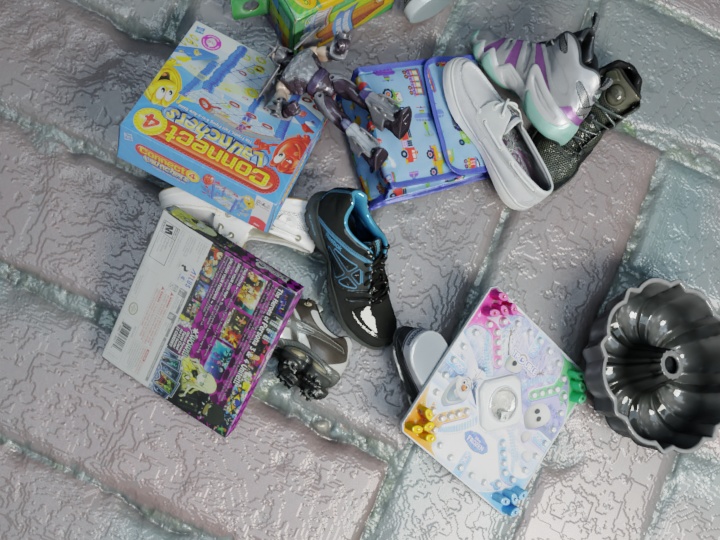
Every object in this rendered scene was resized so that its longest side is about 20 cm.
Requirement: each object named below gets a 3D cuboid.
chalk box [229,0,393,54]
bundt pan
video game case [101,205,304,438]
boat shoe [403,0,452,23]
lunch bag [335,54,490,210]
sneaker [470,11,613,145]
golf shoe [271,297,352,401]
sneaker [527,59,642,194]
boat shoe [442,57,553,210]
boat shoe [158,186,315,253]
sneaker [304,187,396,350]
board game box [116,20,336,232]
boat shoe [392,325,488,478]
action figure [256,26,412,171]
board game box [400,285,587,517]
[{"bbox_3d":[-0.065,-0.352,1.144,0.198,0.125,0.126,-31,85,-8],"label":"chalk box"},{"bbox_3d":[0.350,0.116,1.123,0.197,0.076,0.207,4,78,-20],"label":"bundt pan"},{"bbox_3d":[-0.182,0.059,1.062,0.179,0.036,0.203,30,109,7],"label":"video game case"},{"bbox_3d":[0.109,-0.404,1.200,0.200,0.071,0.091,-42,87,-17],"label":"boat shoe"},{"bbox_3d":[0.088,-0.178,1.164,0.196,0.094,0.154,-14,82,-22],"label":"lunch bag"},{"bbox_3d":[0.230,-0.264,1.140,0.140,0.077,0.201,-48,60,20],"label":"sneaker"},{"bbox_3d":[-0.098,0.062,1.116,0.199,0.078,0.095,40,58,2],"label":"golf shoe"},{"bbox_3d":[0.277,-0.184,1.162,0.076,0.114,0.200,43,82,3],"label":"sneaker"},{"bbox_3d":[0.168,-0.170,1.126,0.071,0.068,0.203,-25,91,-35],"label":"boat shoe"},{"bbox_3d":[-0.145,-0.057,1.119,0.195,0.071,0.071,7,79,-6],"label":"boat shoe"},{"bbox_3d":[0.000,0.000,1.101,0.073,0.081,0.203,-33,105,-40],"label":"sneaker"},{"bbox_3d":[-0.153,-0.173,1.103,0.197,0.056,0.198,26,54,-2],"label":"board game box"},{"bbox_3d":[0.089,0.157,1.115,0.073,0.068,0.202,-36,111,-21],"label":"boat shoe"},{"bbox_3d":[-0.035,-0.206,1.070,0.199,0.069,0.131,38,88,13],"label":"action figure"},{"bbox_3d":[0.168,0.157,1.102,0.199,0.026,0.202,41,77,-25],"label":"board game box"}]
